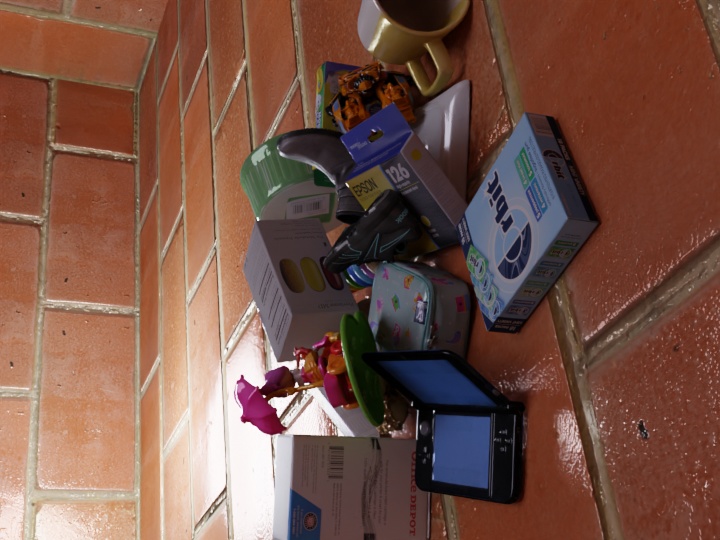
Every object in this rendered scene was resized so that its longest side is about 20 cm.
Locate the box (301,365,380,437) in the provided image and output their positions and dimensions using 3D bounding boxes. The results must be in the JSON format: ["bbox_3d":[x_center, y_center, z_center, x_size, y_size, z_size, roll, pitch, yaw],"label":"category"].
[{"bbox_3d":[-0.033,0.210,1.602,0.200,0.041,0.039,44,148,48],"label":"box"}]

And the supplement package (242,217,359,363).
[{"bbox_3d":[-0.094,0.028,1.577,0.110,0.113,0.200,110,146,-42],"label":"supplement package"}]

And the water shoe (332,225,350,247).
[{"bbox_3d":[-0.016,-0.025,1.703,0.200,0.071,0.079,-44,19,56],"label":"water shoe"}]

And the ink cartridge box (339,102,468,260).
[{"bbox_3d":[0.052,-0.114,1.407,0.200,0.047,0.198,51,159,-8],"label":"ink cartridge box"}]

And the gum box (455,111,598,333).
[{"bbox_3d":[0.188,-0.054,1.208,0.200,0.044,0.170,118,149,-44],"label":"gum box"}]

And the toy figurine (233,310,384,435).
[{"bbox_3d":[-0.077,0.142,1.361,0.200,0.184,0.150,-82,-27,-65],"label":"toy figurine"}]

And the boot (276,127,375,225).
[{"bbox_3d":[-0.032,-0.139,1.570,0.070,0.199,0.132,126,148,-66],"label":"boot"}]

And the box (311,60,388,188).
[{"bbox_3d":[-0.015,-0.229,1.662,0.048,0.117,0.201,164,110,-70],"label":"box"}]

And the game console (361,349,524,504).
[{"bbox_3d":[0.091,0.187,1.247,0.200,0.118,0.171,-10,75,58],"label":"game console"}]

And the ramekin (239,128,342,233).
[{"bbox_3d":[-0.098,-0.139,1.747,0.200,0.199,0.098,-58,41,47],"label":"ramekin"}]

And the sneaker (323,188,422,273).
[{"bbox_3d":[0.013,-0.034,1.428,0.075,0.079,0.200,-55,8,-34],"label":"sneaker"}]

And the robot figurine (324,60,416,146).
[{"bbox_3d":[0.017,-0.259,1.550,0.200,0.145,0.058,-108,-5,-59],"label":"robot figurine"}]

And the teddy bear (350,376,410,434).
[{"bbox_3d":[0.010,0.175,1.503,0.067,0.145,0.200,-40,31,-5],"label":"teddy bear"}]

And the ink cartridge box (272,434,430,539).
[{"bbox_3d":[-0.012,0.299,1.401,0.084,0.199,0.145,158,117,-68],"label":"ink cartridge box"}]

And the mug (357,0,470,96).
[{"bbox_3d":[0.061,-0.356,1.483,0.153,0.149,0.187,135,145,-69],"label":"mug"}]

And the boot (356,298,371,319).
[{"bbox_3d":[-0.030,0.088,1.670,0.144,0.071,0.202,-116,32,-46],"label":"boot"}]

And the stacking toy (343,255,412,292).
[{"bbox_3d":[0.000,0.000,1.589,0.200,0.085,0.086,-36,51,57],"label":"stacking toy"}]

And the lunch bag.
[{"bbox_3d":[0.075,0.074,1.408,0.200,0.077,0.161,-149,67,-66],"label":"lunch bag"}]

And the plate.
[{"bbox_3d":[0.096,-0.157,1.482,0.199,0.032,0.201,165,109,-66],"label":"plate"}]
